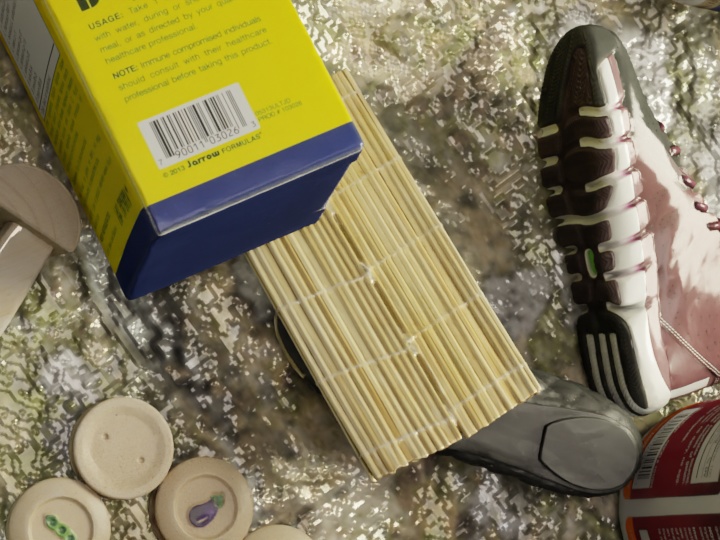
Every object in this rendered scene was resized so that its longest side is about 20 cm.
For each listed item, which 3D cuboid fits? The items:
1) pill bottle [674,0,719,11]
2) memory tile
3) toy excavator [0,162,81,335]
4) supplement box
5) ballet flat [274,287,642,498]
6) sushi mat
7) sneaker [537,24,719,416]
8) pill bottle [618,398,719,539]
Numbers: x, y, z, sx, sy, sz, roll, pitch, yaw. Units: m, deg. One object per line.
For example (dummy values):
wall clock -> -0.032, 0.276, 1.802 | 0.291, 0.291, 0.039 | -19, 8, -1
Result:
pill bottle -> 0.262, -0.177, 1.246 | 0.199, 0.111, 0.111 | 10, 81, -15
memory tile -> -0.088, 0.171, 1.151 | 0.200, 0.017, 0.153 | 41, 74, -8
toy excavator -> -0.234, 0.040, 1.095 | 0.200, 0.100, 0.195 | 8, 83, -28
supplement box -> -0.097, -0.107, 1.119 | 0.109, 0.109, 0.200 | -24, 80, -18
ballet flat -> 0.047, 0.064, 1.194 | 0.200, 0.057, 0.067 | 25, 87, -5
sushi mat -> 0.000, 0.000, 1.167 | 0.096, 0.012, 0.200 | -25, 72, -16
sneaker -> 0.162, -0.032, 1.227 | 0.115, 0.076, 0.201 | -11, 97, -22
pill bottle -> 0.210, 0.113, 1.148 | 0.113, 0.200, 0.113 | 2, 83, -16
